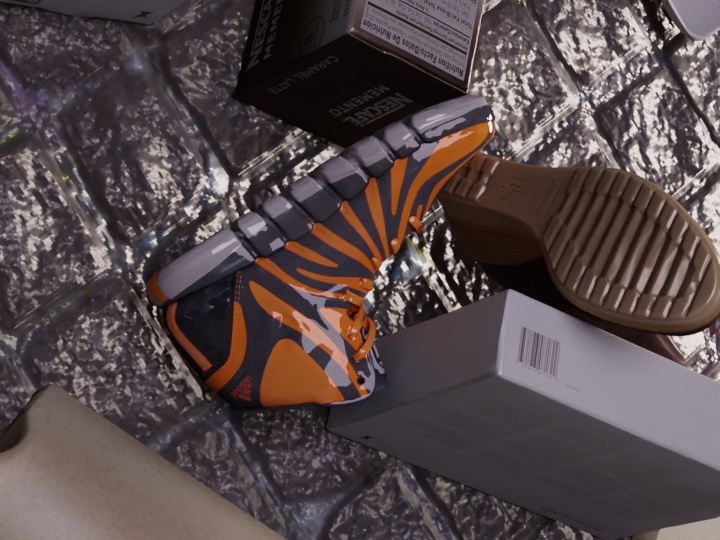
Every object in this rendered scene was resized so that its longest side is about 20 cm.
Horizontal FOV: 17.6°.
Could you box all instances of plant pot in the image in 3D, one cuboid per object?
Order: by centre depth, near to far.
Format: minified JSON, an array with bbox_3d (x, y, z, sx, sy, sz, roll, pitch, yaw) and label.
[{"bbox_3d":[-0.114,0.158,1.027,0.183,0.200,0.201,41,56,-5],"label":"plant pot"}]

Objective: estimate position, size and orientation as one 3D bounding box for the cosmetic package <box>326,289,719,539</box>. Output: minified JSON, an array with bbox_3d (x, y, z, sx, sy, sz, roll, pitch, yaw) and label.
[{"bbox_3d":[0.106,0.081,1.215,0.199,0.151,0.052,24,62,-28],"label":"cosmetic package"}]

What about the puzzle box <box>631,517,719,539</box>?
[{"bbox_3d":[0.227,0.221,1.338,0.200,0.025,0.133,39,57,-21],"label":"puzzle box"}]

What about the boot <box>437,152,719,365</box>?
[{"bbox_3d":[0.139,0.009,1.213,0.072,0.200,0.166,-55,137,-7],"label":"boot"}]

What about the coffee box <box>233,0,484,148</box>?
[{"bbox_3d":[0.011,-0.180,1.250,0.080,0.114,0.201,24,64,-27],"label":"coffee box"}]

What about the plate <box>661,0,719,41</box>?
[{"bbox_3d":[0.211,-0.264,1.469,0.200,0.032,0.200,-35,98,-37],"label":"plate"}]

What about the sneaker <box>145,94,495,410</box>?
[{"bbox_3d":[0.000,0.000,1.176,0.200,0.078,0.112,-33,93,-1],"label":"sneaker"}]

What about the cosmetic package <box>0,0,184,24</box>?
[{"bbox_3d":[-0.138,-0.236,1.185,0.101,0.074,0.201,3,73,-36],"label":"cosmetic package"}]
